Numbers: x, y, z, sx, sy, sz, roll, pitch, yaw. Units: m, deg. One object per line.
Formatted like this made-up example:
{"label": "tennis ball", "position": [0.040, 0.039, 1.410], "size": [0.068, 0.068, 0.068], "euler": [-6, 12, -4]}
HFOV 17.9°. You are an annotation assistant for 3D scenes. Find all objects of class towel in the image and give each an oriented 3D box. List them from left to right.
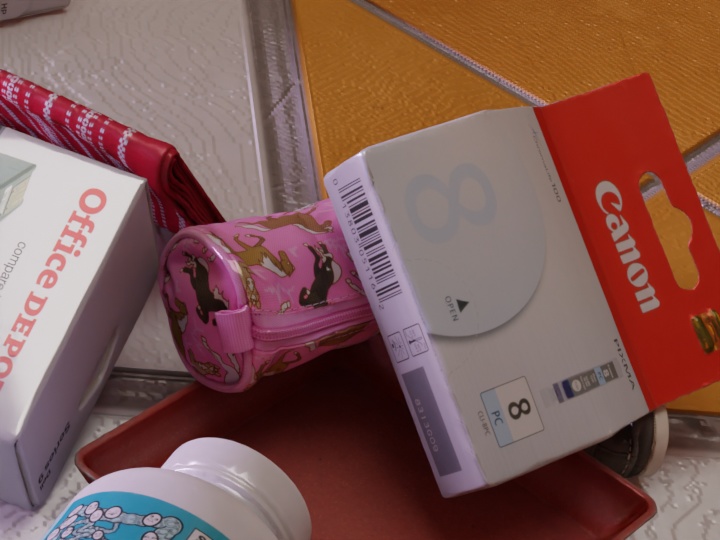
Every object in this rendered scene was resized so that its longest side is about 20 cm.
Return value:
{"label": "towel", "position": [-0.165, -0.071, 1.174], "size": [0.199, 0.145, 0.023], "euler": [25, 79, 15]}

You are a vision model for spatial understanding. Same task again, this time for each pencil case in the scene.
{"label": "pencil case", "position": [0.000, 0.000, 1.099], "size": [0.199, 0.086, 0.083], "euler": [-14, 76, -33]}

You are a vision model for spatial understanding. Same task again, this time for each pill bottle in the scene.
{"label": "pill bottle", "position": [-0.093, 0.152, 0.884], "size": [0.110, 0.111, 0.200], "euler": [23, 42, 13]}

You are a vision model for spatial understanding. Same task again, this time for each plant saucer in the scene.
{"label": "plant saucer", "position": [0.002, 0.109, 1.050], "size": [0.200, 0.037, 0.199], "euler": [34, 41, 25]}

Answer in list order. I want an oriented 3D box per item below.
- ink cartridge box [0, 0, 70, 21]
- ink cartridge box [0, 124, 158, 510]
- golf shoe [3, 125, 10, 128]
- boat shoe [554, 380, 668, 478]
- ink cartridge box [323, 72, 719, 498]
{"label": "ink cartridge box", "position": [-0.273, -0.254, 1.356], "size": [0.145, 0.147, 0.200], "euler": [-16, 44, -35]}
{"label": "ink cartridge box", "position": [-0.209, 0.000, 1.044], "size": [0.199, 0.084, 0.147], "euler": [19, 64, 9]}
{"label": "golf shoe", "position": [-0.227, -0.036, 1.149], "size": [0.199, 0.073, 0.092], "euler": [20, 41, 24]}
{"label": "boat shoe", "position": [0.099, 0.025, 1.168], "size": [0.057, 0.067, 0.201], "euler": [2, 41, -22]}
{"label": "ink cartridge box", "position": [0.098, -0.002, 1.073], "size": [0.199, 0.047, 0.161], "euler": [-19, 86, -29]}
